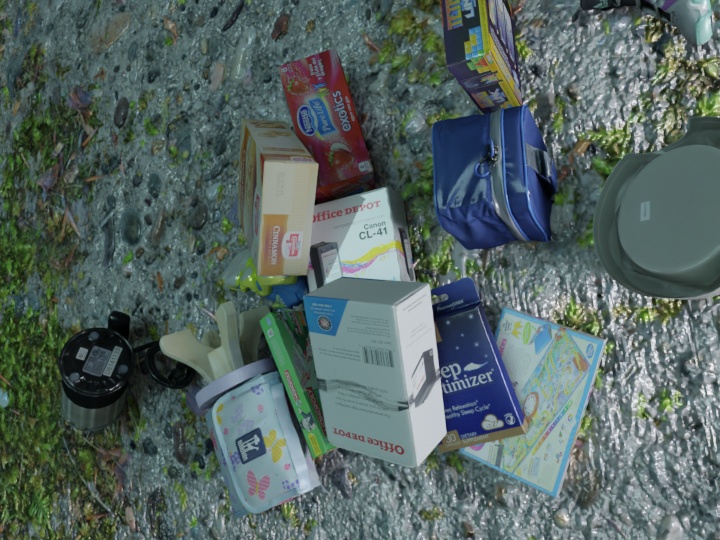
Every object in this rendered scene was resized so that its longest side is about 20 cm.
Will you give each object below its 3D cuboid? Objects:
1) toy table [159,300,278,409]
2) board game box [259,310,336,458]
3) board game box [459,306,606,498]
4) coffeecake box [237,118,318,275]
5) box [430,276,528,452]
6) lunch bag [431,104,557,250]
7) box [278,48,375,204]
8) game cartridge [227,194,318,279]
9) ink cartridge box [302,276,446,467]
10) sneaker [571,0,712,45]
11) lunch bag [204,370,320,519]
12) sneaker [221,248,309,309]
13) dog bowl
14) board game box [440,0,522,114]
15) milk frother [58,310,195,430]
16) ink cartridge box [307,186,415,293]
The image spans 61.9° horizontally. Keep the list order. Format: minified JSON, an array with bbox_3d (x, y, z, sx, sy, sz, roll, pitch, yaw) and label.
[{"bbox_3d":[-0.205,0.132,0.933,0.199,0.181,0.119,-37,72,45],"label":"toy table"},{"bbox_3d":[-0.057,0.153,0.864,0.029,0.133,0.203,-34,71,29],"label":"board game box"},{"bbox_3d":[0.220,0.164,0.772,0.132,0.034,0.205,19,95,28],"label":"board game box"},{"bbox_3d":[-0.122,-0.108,0.839,0.201,0.071,0.157,-124,38,-57],"label":"coffeecake box"},{"bbox_3d":[0.120,0.122,0.761,0.119,0.032,0.204,-20,93,26],"label":"box"},{"bbox_3d":[0.171,-0.111,0.728,0.129,0.199,0.139,-6,78,24],"label":"lunch bag"},{"bbox_3d":[-0.048,-0.206,0.895,0.093,0.100,0.204,-17,77,0],"label":"box"},{"bbox_3d":[-0.123,-0.094,0.979,0.199,0.038,0.132,35,106,26],"label":"game cartridge"},{"bbox_3d":[0.019,0.120,0.746,0.143,0.083,0.205,3,109,38],"label":"ink cartridge box"},{"bbox_3d":[0.330,-0.334,0.736,0.138,0.077,0.204,-25,66,26],"label":"sneaker"},{"bbox_3d":[-0.143,0.253,0.871,0.200,0.125,0.173,-41,66,53],"label":"lunch bag"},{"bbox_3d":[-0.149,0.023,0.961,0.076,0.105,0.198,-54,27,-19],"label":"sneaker"},{"bbox_3d":[0.357,-0.061,0.658,0.199,0.058,0.204,-35,46,46],"label":"dog bowl"},{"bbox_3d":[0.152,-0.304,0.753,0.056,0.199,0.170,-7,82,25],"label":"board game box"},{"bbox_3d":[-0.414,0.196,1.063,0.198,0.182,0.189,35,142,-2],"label":"milk frother"},{"bbox_3d":[0.000,0.000,0.859,0.144,0.085,0.205,-12,85,17],"label":"ink cartridge box"}]
